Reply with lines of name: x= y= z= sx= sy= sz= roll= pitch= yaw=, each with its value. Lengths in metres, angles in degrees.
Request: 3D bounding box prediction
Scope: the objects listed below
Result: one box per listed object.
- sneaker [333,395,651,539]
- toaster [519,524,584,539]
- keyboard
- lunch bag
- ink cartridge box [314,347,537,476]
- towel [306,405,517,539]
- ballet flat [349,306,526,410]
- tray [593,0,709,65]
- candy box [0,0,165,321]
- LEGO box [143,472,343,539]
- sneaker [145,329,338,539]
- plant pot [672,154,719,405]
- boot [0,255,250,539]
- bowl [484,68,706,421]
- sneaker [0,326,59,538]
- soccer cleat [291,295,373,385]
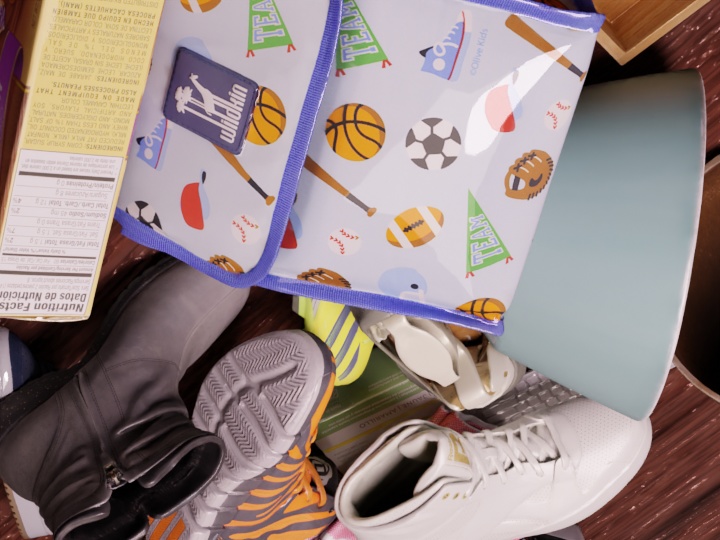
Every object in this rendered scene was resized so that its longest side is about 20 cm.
sneaker: x=0.082 y=0.121 z=0.895 sx=0.200 sy=0.074 sz=0.116 roll=-28 pitch=150 yaw=4
toaster: x=0.118 y=0.315 z=1.162 sx=0.119 sy=0.181 sz=0.200 roll=17 pitch=128 yaw=-32
keyboard: x=0.116 y=0.088 z=0.984 sx=0.200 sy=0.011 sz=0.056 roll=-27 pitch=136 yaw=8
lunch bag: x=-0.009 y=-0.076 z=0.681 sx=0.200 sy=0.124 sz=0.170 roll=14 pitch=114 yaw=-6
ink cartridge box: x=0.062 y=0.118 z=1.039 sx=0.145 sy=0.048 sz=0.200 roll=-26 pitch=134 yaw=10
towel: x=0.041 y=0.185 z=1.012 sx=0.200 sy=0.030 sz=0.146 roll=-45 pitch=130 yaw=17
ballet flat: x=0.050 y=0.051 z=0.876 sx=0.067 sy=0.064 sz=0.200 roll=-32 pitch=141 yaw=13
tray: x=0.184 y=-0.201 z=0.749 sx=0.200 sy=0.037 sz=0.099 roll=-36 pitch=134 yaw=22
candy box: x=-0.144 y=-0.091 z=0.676 sx=0.056 sy=0.117 sz=0.200 roll=3 pitch=122 yaw=-29
LEGO box: x=-0.041 y=0.234 z=1.106 sx=0.149 sy=0.077 sz=0.200 roll=-33 pitch=135 yaw=18
sneaker: x=-0.050 y=0.110 z=0.923 sx=0.112 sy=0.078 sz=0.200 roll=3 pitch=136 yaw=-41
plant pot: x=0.296 y=0.035 z=0.945 sx=0.187 sy=0.187 sz=0.200 roll=-26 pitch=151 yaw=11
boot: x=-0.111 y=0.076 z=0.834 sx=0.200 sy=0.132 sz=0.070 roll=-45 pitch=131 yaw=-15
bowl: x=0.122 y=-0.021 z=0.827 sx=0.105 sy=0.201 sz=0.201 roll=8 pitch=136 yaw=3
sneaker: x=-0.177 y=0.099 z=0.930 sx=0.108 sy=0.070 sz=0.200 roll=-7 pitch=141 yaw=-6
soccer cleat: x=0.000 y=0.000 z=0.879 sx=0.084 sy=0.065 sz=0.200 roll=-2 pitch=135 yaw=1
